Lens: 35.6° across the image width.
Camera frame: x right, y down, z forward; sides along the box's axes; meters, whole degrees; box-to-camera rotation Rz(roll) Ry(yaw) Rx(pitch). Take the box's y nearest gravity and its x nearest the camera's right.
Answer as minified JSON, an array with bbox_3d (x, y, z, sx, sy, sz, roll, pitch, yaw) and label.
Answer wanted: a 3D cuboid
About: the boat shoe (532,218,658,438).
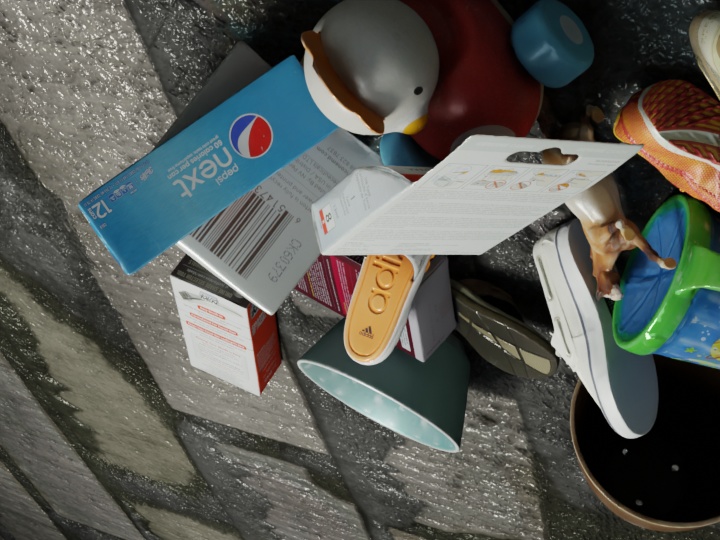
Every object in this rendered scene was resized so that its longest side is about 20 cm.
[{"bbox_3d":[0.208,0.057,1.021,0.070,0.070,0.202,-25,84,52],"label":"boat shoe"}]

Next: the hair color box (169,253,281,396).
[{"bbox_3d":[-0.166,0.064,1.409,0.110,0.064,0.201,22,148,16],"label":"hair color box"}]

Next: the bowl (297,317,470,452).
[{"bbox_3d":[0.040,0.105,1.228,0.199,0.106,0.201,27,166,7],"label":"bowl"}]

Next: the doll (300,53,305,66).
[{"bbox_3d":[0.034,-0.176,0.939,0.199,0.049,0.137,-5,122,42],"label":"doll"}]

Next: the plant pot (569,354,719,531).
[{"bbox_3d":[0.292,0.178,1.102,0.185,0.188,0.200,21,160,15],"label":"plant pot"}]

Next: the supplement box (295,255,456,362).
[{"bbox_3d":[0.000,0.000,1.149,0.199,0.061,0.109,28,148,31],"label":"supplement box"}]

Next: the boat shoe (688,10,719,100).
[{"bbox_3d":[0.306,-0.110,0.799,0.200,0.072,0.065,42,-179,-23],"label":"boat shoe"}]

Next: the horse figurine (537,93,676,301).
[{"bbox_3d":[0.189,-0.065,0.915,0.201,0.050,0.133,60,177,-6],"label":"horse figurine"}]

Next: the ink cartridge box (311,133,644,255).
[{"bbox_3d":[0.078,-0.067,0.813,0.161,0.051,0.200,-1,157,-33],"label":"ink cartridge box"}]

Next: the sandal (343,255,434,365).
[{"bbox_3d":[0.025,-0.014,1.032,0.079,0.209,0.059,16,180,30],"label":"sandal"}]

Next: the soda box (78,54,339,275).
[{"bbox_3d":[-0.117,-0.081,0.871,0.068,0.199,0.064,55,173,-9],"label":"soda box"}]

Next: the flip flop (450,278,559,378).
[{"bbox_3d":[0.123,0.039,1.154,0.199,0.058,0.082,33,150,28],"label":"flip flop"}]

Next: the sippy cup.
[{"bbox_3d":[0.296,0.023,0.926,0.129,0.178,0.141,21,119,-4],"label":"sippy cup"}]

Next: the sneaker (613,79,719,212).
[{"bbox_3d":[0.287,-0.077,0.866,0.199,0.073,0.077,39,169,-5],"label":"sneaker"}]

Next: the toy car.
[{"bbox_3d":[0.031,-0.137,0.799,0.184,0.200,0.177,-36,92,39],"label":"toy car"}]

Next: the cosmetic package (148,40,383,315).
[{"bbox_3d":[-0.103,-0.080,1.009,0.164,0.166,0.200,39,176,-12],"label":"cosmetic package"}]
